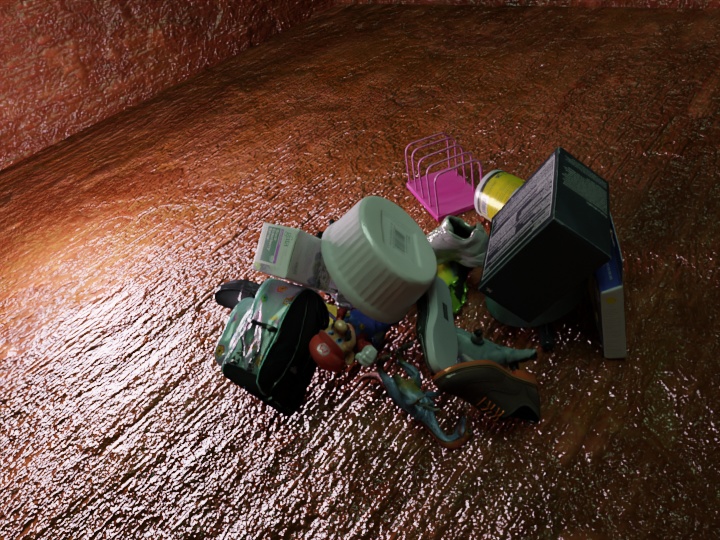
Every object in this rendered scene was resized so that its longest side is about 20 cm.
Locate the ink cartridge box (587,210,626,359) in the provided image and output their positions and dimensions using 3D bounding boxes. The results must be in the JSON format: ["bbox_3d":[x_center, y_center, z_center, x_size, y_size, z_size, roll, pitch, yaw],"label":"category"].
[{"bbox_3d":[0.416,0.007,0.945,0.045,0.204,0.200,-8,35,20],"label":"ink cartridge box"}]

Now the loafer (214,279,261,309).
[{"bbox_3d":[-0.229,0.064,1.172,0.194,0.070,0.071,5,31,16],"label":"loafer"}]

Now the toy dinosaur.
[{"bbox_3d":[0.100,0.213,0.906,0.103,0.201,0.185,-18,70,-30],"label":"toy dinosaur"}]

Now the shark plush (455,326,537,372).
[{"bbox_3d":[0.196,0.134,0.912,0.090,0.085,0.198,-34,23,-21],"label":"shark plush"}]

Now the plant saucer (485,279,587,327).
[{"bbox_3d":[0.327,0.020,1.051,0.195,0.036,0.203,-22,34,15],"label":"plant saucer"}]

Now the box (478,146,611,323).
[{"bbox_3d":[0.313,-0.057,0.941,0.121,0.201,0.201,31,47,-6],"label":"box"}]

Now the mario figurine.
[{"bbox_3d":[-0.006,0.090,0.929,0.121,0.109,0.198,-3,24,47],"label":"mario figurine"}]

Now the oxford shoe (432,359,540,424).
[{"bbox_3d":[0.198,0.187,0.833,0.194,0.072,0.074,12,51,-23],"label":"oxford shoe"}]

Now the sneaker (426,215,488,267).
[{"bbox_3d":[0.169,-0.066,1.096,0.195,0.101,0.079,-1,38,33],"label":"sneaker"}]

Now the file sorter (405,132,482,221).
[{"bbox_3d":[0.208,-0.245,1.389,0.135,0.128,0.201,-19,38,-9],"label":"file sorter"}]

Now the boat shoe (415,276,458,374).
[{"bbox_3d":[0.121,0.096,0.918,0.056,0.068,0.203,-33,29,30],"label":"boat shoe"}]

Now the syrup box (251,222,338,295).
[{"bbox_3d":[-0.092,-0.014,0.954,0.079,0.198,0.081,13,85,31],"label":"syrup box"}]

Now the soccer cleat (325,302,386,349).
[{"bbox_3d":[-0.047,0.111,1.049,0.193,0.066,0.085,2,35,17],"label":"soccer cleat"}]

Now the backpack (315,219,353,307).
[{"bbox_3d":[0.000,0.000,1.106,0.195,0.169,0.128,6,50,35],"label":"backpack"}]

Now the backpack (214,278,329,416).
[{"bbox_3d":[-0.144,0.120,0.958,0.150,0.177,0.204,19,70,32],"label":"backpack"}]

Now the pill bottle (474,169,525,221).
[{"bbox_3d":[0.355,-0.139,1.222,0.110,0.115,0.199,-28,40,-20],"label":"pill bottle"}]

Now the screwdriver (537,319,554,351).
[{"bbox_3d":[0.345,0.068,1.030,0.029,0.028,0.203,-25,32,35],"label":"screwdriver"}]

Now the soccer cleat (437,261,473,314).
[{"bbox_3d":[0.177,0.028,1.122,0.082,0.065,0.203,-20,31,40],"label":"soccer cleat"}]

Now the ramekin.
[{"bbox_3d":[0.038,-0.026,0.920,0.098,0.198,0.203,-42,24,32],"label":"ramekin"}]
